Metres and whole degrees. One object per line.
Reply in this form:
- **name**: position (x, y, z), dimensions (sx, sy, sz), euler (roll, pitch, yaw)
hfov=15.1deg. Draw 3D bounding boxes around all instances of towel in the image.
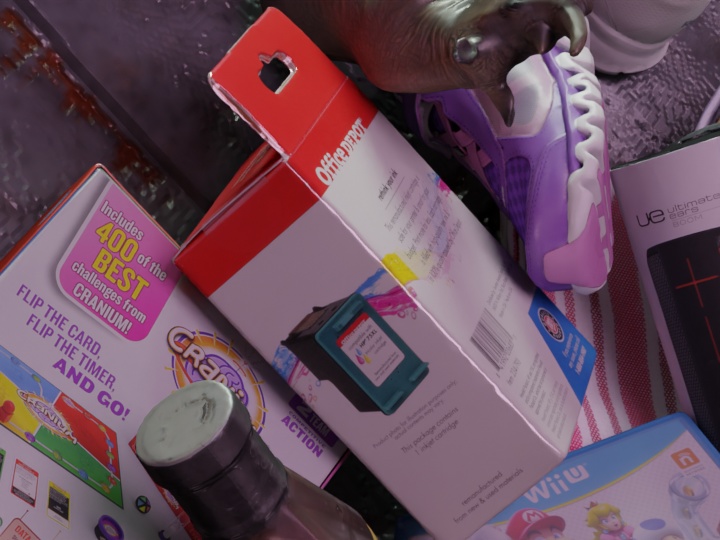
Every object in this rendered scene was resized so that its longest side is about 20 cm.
- **towel**: position (0.151, 0.029, 1.226), dimensions (0.199, 0.030, 0.147), euler (9, 64, -33)

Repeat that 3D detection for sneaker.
- **sneaker**: position (0.085, -0.179, 1.242), dimensions (0.200, 0.087, 0.075), euler (37, 53, -14)
- **sneaker**: position (0.059, -0.067, 1.159), dimensions (0.088, 0.081, 0.201), euler (-6, 47, -1)

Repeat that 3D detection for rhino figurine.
- **rhino figurine**: position (0.029, -0.109, 1.115), dimensions (0.087, 0.200, 0.060), euler (-46, 127, -14)

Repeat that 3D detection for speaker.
- **speaker**: position (0.172, 0.037, 1.163), dimensions (0.081, 0.081, 0.201), euler (-19, 93, -40)

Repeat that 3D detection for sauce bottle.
- **sauce bottle**: position (-0.014, 0.121, 0.993), dimensions (0.200, 0.066, 0.066), euler (58, 43, -35)

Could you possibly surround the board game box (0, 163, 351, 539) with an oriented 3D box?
- **board game box**: position (-0.107, 0.079, 1.010), dimensions (0.153, 0.040, 0.200), euler (46, 50, -8)

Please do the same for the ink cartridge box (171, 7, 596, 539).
- **ink cartridge box**: position (0.000, 0.000, 1.080), dimensions (0.200, 0.067, 0.116), euler (47, 22, -7)

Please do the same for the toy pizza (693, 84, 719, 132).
- **toy pizza**: position (0.241, -0.023, 1.220), dimensions (0.199, 0.032, 0.202), euler (1, 83, -8)

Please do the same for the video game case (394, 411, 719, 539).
- **video game case**: position (0.122, 0.147, 1.068), dimensions (0.142, 0.018, 0.200), euler (-19, 48, -22)
